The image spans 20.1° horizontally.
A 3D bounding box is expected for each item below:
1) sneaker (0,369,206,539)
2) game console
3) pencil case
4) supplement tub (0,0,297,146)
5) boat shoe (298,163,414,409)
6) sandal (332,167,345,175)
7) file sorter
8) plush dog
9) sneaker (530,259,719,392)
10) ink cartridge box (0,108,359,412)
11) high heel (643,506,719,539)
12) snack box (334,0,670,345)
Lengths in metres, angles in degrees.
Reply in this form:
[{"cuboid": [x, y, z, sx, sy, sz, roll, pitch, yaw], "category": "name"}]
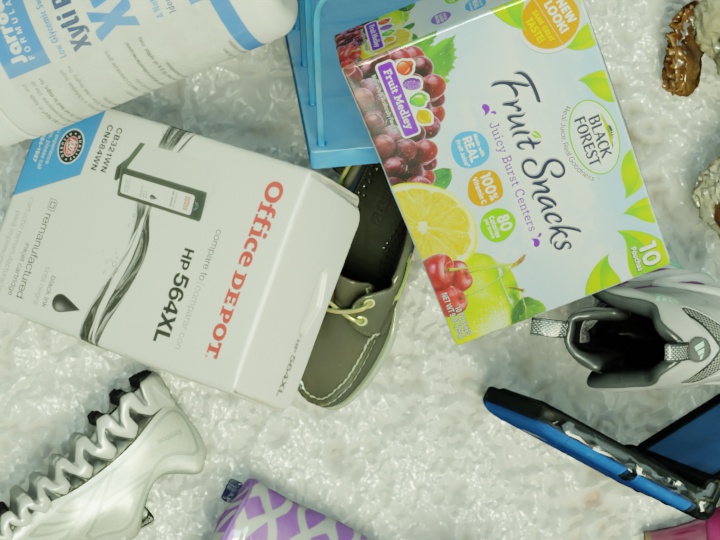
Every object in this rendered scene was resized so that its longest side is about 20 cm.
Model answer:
[{"cuboid": [-0.185, 0.158, 1.312, 0.200, 0.075, 0.081, -42, 101, -5], "category": "sneaker"}, {"cuboid": [0.190, 0.081, 1.280, 0.170, 0.200, 0.119, 29, 86, -7], "category": "game console"}, {"cuboid": [-0.014, 0.214, 1.319, 0.199, 0.084, 0.086, 29, 120, -1], "category": "pencil case"}, {"cuboid": [-0.150, -0.168, 1.217, 0.199, 0.132, 0.133, -22, 90, 11], "category": "supplement tub"}, {"cuboid": [-0.003, -0.001, 1.315, 0.072, 0.060, 0.203, 22, 103, 12], "category": "boat shoe"}, {"cuboid": [0.058, -0.058, 1.347, 0.200, 0.057, 0.080, 25, 86, -4], "category": "sandal"}, {"cuboid": [0.024, -0.173, 1.263, 0.138, 0.201, 0.123, -6, 128, -5], "category": "file sorter"}, {"cuboid": [0.293, -0.136, 1.334, 0.172, 0.200, 0.160, 55, 41, -2], "category": "plush dog"}, {"cuboid": [0.157, 0.033, 1.269, 0.139, 0.200, 0.078, -3, 93, -30], "category": "sneaker"}, {"cuboid": [-0.120, -0.013, 1.276, 0.199, 0.084, 0.147, 17, 84, 25], "category": "ink cartridge box"}, {"cuboid": [0.254, 0.258, 1.344, 0.095, 0.067, 0.201, -12, 85, 5], "category": "high heel"}, {"cuboid": [0.085, -0.070, 1.188, 0.141, 0.053, 0.201, -22, 121, 4], "category": "snack box"}]
